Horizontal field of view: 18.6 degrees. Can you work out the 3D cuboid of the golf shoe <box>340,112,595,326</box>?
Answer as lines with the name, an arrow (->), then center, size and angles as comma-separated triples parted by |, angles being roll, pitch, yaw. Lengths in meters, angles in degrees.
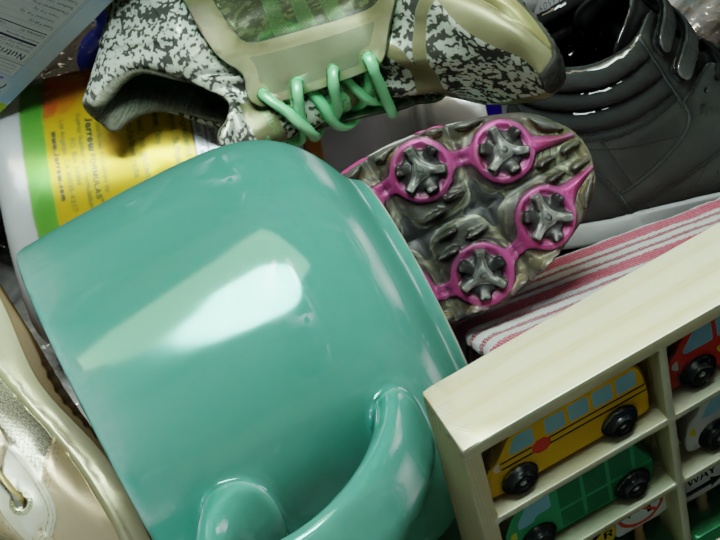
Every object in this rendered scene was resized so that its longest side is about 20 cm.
golf shoe -> 0.000, 0.000, 0.846 | 0.199, 0.073, 0.092 | -31, 3, 9

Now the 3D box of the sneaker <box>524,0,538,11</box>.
sneaker -> 0.003, -0.196, 0.936 | 0.113, 0.073, 0.202 | -5, 64, -14

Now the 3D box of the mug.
mug -> -0.022, 0.046, 0.721 | 0.114, 0.152, 0.186 | -28, 59, -5

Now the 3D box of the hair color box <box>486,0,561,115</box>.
hair color box -> 0.008, -0.135, 1.054 | 0.199, 0.065, 0.109 | 27, 52, 35

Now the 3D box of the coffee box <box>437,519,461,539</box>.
coffee box -> 0.041, 0.127, 0.753 | 0.200, 0.044, 0.123 | -37, 45, -28

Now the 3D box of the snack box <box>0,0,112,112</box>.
snack box -> -0.122, -0.183, 0.855 | 0.200, 0.067, 0.170 | -40, 47, 35

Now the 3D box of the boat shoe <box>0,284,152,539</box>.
boat shoe -> -0.124, 0.073, 0.783 | 0.065, 0.072, 0.201 | -32, 85, -11

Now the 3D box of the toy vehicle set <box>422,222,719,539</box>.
toy vehicle set -> 0.119, 0.036, 0.691 | 0.199, 0.125, 0.027 | -29, 50, -9

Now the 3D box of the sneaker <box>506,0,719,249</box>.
sneaker -> 0.149, -0.083, 0.931 | 0.199, 0.100, 0.071 | -18, 38, -10

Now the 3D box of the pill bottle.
pill bottle -> -0.045, -0.041, 0.919 | 0.198, 0.112, 0.111 | -11, 40, 0

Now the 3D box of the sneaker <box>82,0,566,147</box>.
sneaker -> -0.020, -0.071, 0.829 | 0.198, 0.077, 0.089 | 8, 63, 25

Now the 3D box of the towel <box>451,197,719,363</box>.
towel -> 0.111, 0.014, 0.825 | 0.145, 0.030, 0.200 | -19, 9, -9

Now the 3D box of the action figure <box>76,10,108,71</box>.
action figure -> -0.086, -0.142, 0.980 | 0.098, 0.201, 0.065 | 10, 44, 19
